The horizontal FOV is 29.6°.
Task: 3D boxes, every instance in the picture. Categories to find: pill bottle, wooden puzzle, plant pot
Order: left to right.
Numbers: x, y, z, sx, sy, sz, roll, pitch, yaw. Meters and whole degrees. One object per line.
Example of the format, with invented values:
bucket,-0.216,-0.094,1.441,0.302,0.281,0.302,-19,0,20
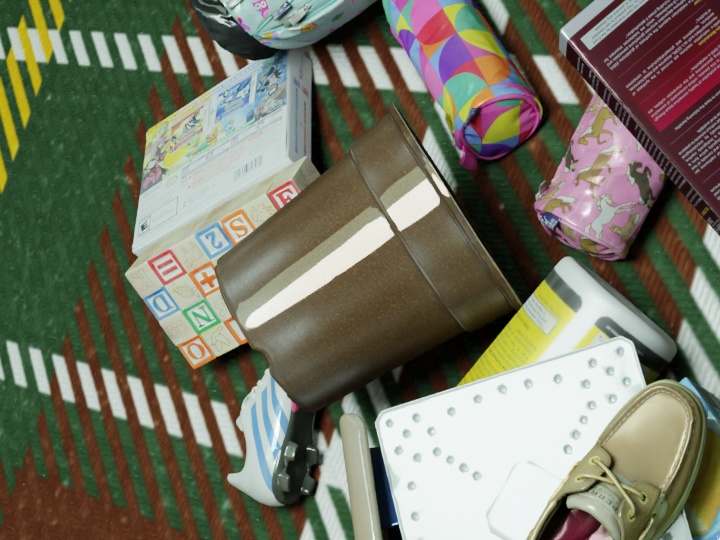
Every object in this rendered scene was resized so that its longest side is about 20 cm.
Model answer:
plant pot,0.000,0.000,1.112,0.197,0.200,0.201,-33,55,6
wooden puzzle,0.027,0.225,1.052,0.046,0.200,0.187,-10,63,3
pill bottle,0.139,0.100,1.051,0.200,0.114,0.114,-51,51,9

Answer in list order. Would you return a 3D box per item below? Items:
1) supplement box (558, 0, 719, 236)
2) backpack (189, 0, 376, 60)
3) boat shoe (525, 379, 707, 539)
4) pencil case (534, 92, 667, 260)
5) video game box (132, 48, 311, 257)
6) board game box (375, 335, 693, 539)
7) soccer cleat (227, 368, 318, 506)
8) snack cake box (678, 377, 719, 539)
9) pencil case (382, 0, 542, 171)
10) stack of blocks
supplement box,0.253,-0.134,1.027,0.109,0.061,0.200,-39,81,3
backpack,-0.048,-0.288,1.285,0.199,0.167,0.127,-32,100,20
boat shoe,0.163,0.161,0.902,0.074,0.066,0.201,30,90,22
pencil case,0.215,-0.110,1.101,0.201,0.086,0.083,-63,15,-1
video game box,-0.136,-0.115,1.356,0.199,0.047,0.183,-28,43,25
board game box,0.126,0.171,0.965,0.198,0.026,0.202,-19,73,16
soccer cleat,-0.071,0.110,1.230,0.086,0.070,0.202,7,77,34
snack cake box,0.205,0.189,0.997,0.200,0.067,0.115,-43,55,15
pencil case,0.087,-0.188,1.225,0.088,0.088,0.201,-37,53,19
stack of blocks,-0.104,-0.005,1.267,0.199,0.116,0.059,-28,17,24
